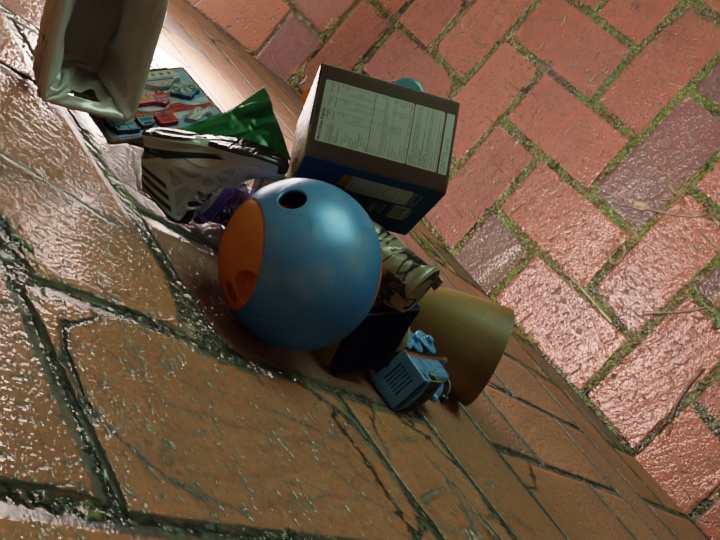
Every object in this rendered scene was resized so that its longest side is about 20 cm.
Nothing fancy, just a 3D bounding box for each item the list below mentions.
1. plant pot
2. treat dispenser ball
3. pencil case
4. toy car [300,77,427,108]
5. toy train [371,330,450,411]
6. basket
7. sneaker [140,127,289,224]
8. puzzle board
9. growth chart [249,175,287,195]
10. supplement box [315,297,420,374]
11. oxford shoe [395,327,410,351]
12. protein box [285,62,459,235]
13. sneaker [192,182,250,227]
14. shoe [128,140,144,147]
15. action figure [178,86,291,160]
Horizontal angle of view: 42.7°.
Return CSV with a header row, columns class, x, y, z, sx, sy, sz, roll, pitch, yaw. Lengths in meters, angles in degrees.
class,x,y,z,sx,sy,sz,roll,pitch,yaw
plant pot,0.139,0.106,1.608,0.198,0.189,0.187,28,12,-4
treat dispenser ball,-0.072,-0.007,1.098,0.200,0.201,0.201,41,10,-9
pencil case,0.013,-0.027,1.215,0.199,0.078,0.089,38,44,16
toy car,-0.004,-0.262,1.529,0.198,0.179,0.184,31,-1,5
toy train,0.077,0.151,1.388,0.115,0.086,0.199,56,14,21
basket,-0.353,-0.323,1.233,0.134,0.203,0.123,9,21,-35
sneaker,-0.196,-0.117,1.227,0.196,0.118,0.076,10,17,2
puzzle board,-0.311,-0.250,1.357,0.198,0.018,0.151,-16,54,-38
growth chart,-0.104,-0.065,1.412,0.200,0.146,0.018,44,34,15
supplement box,-0.029,0.031,1.282,0.108,0.110,0.201,-3,43,-43
oxford shoe,0.049,0.027,1.340,0.057,0.075,0.203,18,45,-34
protein box,0.009,-0.162,1.298,0.196,0.137,0.199,14,-17,-10
sneaker,-0.192,-0.093,1.346,0.084,0.080,0.200,59,15,-3
shoe,-0.278,-0.184,1.389,0.197,0.092,0.072,-3,46,-34
action figure,-0.211,-0.179,1.326,0.055,0.197,0.120,105,-35,-70
